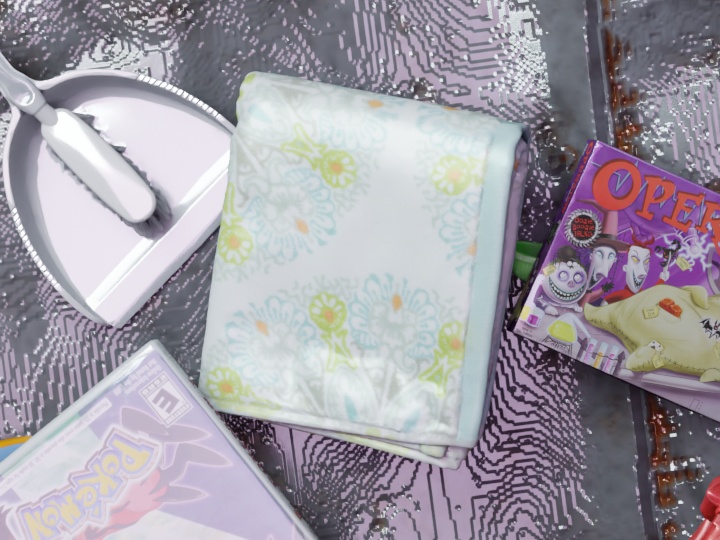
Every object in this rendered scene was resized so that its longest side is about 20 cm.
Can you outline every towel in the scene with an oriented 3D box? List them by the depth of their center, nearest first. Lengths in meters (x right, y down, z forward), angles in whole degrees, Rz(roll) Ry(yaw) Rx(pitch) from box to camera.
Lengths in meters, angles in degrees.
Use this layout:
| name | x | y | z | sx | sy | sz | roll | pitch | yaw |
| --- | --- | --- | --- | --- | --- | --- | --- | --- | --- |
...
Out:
| name | x | y | z | sx | sy | sz | roll | pitch | yaw |
| --- | --- | --- | --- | --- | --- | --- | --- | --- | --- |
| towel | 0.000 | 0.000 | 1.619 | 0.171 | 0.048 | 0.200 | 11 | 99 | 15 |

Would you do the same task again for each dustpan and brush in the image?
| name | x | y | z | sx | sy | sz | roll | pitch | yaw |
| --- | --- | --- | --- | --- | --- | --- | --- | --- | --- |
| dustpan and brush | -0.170 | -0.079 | 1.645 | 0.200 | 0.057 | 0.140 | 44 | 93 | 1 |

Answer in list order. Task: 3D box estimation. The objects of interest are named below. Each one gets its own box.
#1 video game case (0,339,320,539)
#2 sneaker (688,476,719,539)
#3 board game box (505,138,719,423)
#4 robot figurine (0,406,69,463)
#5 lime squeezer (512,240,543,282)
| name | x | y | z | sx | sy | sz | roll | pitch | yaw |
| --- | --- | --- | --- | --- | --- | --- | --- | --- | --- |
| video game case | -0.135 | 0.170 | 1.609 | 0.200 | 0.023 | 0.182 | -39 | 91 | 4 |
| sneaker | 0.230 | 0.150 | 1.623 | 0.200 | 0.077 | 0.085 | -28 | 87 | 3 |
| board game box | 0.196 | 0.019 | 1.628 | 0.200 | 0.032 | 0.120 | 23 | 88 | -9 |
| robot figurine | -0.166 | 0.150 | 1.650 | 0.200 | 0.058 | 0.145 | -14 | 93 | 3 |
| lime squeezer | 0.089 | 0.013 | 1.646 | 0.200 | 0.038 | 0.071 | -27 | 89 | 2 |
